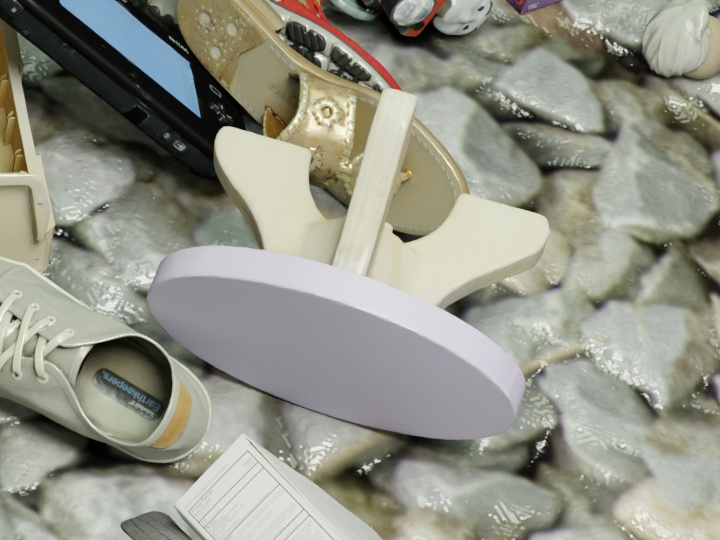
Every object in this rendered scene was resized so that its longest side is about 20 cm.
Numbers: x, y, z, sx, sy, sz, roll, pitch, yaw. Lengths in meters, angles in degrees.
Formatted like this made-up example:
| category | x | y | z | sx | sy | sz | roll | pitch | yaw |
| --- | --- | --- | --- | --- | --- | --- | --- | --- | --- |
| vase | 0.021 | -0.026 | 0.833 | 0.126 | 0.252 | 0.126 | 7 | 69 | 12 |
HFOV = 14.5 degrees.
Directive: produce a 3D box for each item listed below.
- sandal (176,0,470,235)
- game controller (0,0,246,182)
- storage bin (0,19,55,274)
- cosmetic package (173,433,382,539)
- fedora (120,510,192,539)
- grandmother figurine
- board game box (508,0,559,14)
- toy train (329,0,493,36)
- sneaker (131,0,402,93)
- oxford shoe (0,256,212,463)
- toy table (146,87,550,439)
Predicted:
| category | x | y | z | sx | sy | sz | roll | pitch | yaw |
| --- | --- | --- | --- | --- | --- | --- | --- | --- | --- |
| sandal | -0.039 | -0.082 | 1.598 | 0.212 | 0.078 | 0.070 | 43 | 40 | 15 |
| game controller | -0.136 | -0.127 | 1.585 | 0.200 | 0.042 | 0.104 | 39 | 29 | -31 |
| storage bin | -0.276 | -0.089 | 1.538 | 0.198 | 0.094 | 0.200 | -1 | 47 | -17 |
| cosmetic package | -0.013 | 0.143 | 1.325 | 0.051 | 0.200 | 0.083 | -44 | 64 | 0 |
| fedora | -0.060 | 0.205 | 1.292 | 0.090 | 0.177 | 0.200 | -44 | 83 | -8 |
| grandmother figurine | 0.274 | -0.126 | 1.767 | 0.200 | 0.061 | 0.121 | 13 | 17 | 0 |
| board game box | 0.147 | -0.240 | 1.857 | 0.200 | 0.032 | 0.120 | -21 | 53 | -32 |
| toy train | 0.010 | -0.225 | 1.759 | 0.114 | 0.085 | 0.200 | 6 | 42 | -43 |
| sneaker | -0.041 | -0.143 | 1.677 | 0.200 | 0.077 | 0.085 | 37 | 41 | 18 |
| oxford shoe | -0.169 | 0.039 | 1.456 | 0.200 | 0.058 | 0.075 | 25 | 84 | 8 |
| toy table | 0.000 | 0.000 | 1.491 | 0.200 | 0.184 | 0.117 | 22 | 61 | -6 |
